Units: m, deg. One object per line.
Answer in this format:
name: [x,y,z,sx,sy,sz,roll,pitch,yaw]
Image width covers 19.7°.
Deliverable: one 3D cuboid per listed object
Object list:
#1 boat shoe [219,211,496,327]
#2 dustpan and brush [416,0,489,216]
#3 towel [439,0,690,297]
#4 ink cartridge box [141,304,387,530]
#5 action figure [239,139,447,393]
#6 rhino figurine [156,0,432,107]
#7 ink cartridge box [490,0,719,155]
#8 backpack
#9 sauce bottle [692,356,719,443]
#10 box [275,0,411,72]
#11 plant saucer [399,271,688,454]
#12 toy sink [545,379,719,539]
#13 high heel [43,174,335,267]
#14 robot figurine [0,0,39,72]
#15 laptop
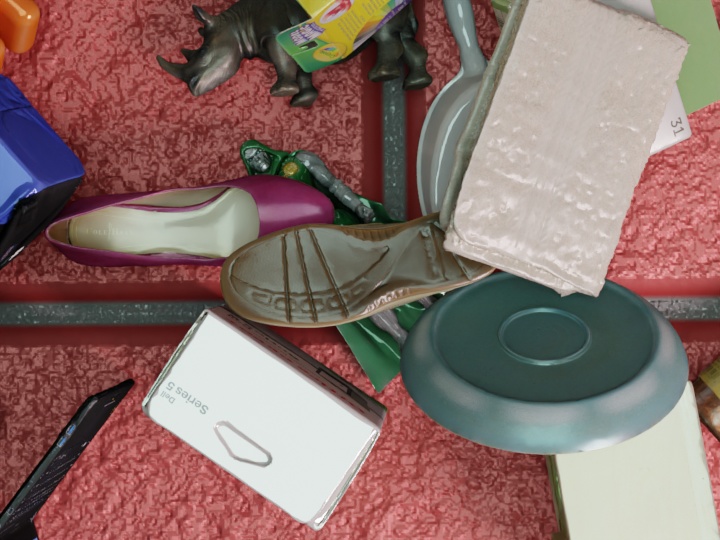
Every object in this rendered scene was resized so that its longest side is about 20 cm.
boat shoe: [0.000,0.000,1.454,0.198,0.065,0.073,-12,83,-6]
dustpan and brush: [0.094,-0.123,1.517,0.139,0.057,0.201,-16,96,-7]
towel: [0.138,-0.090,1.419,0.132,0.034,0.201,20,92,-22]
ink cartridge box: [-0.062,0.097,1.442,0.145,0.200,0.084,34,91,1]
action figure: [-0.017,-0.021,1.515,0.200,0.055,0.118,44,90,3]
rhino figurine: [-0.051,-0.167,1.510,0.198,0.060,0.088,-7,77,3]
ink cartridge box: [0.205,-0.163,1.469,0.199,0.048,0.146,-24,110,-10]
backpack: [-0.314,-0.049,1.418,0.200,0.162,0.168,-41,87,10]
sauce bottle: [0.326,0.049,1.498,0.200,0.066,0.066,-41,89,3]
box: [0.020,-0.220,1.419,0.200,0.117,0.048,-42,77,2]
plant saucer: [0.126,0.053,1.420,0.198,0.201,0.028,-2,125,2]
toy sink: [0.190,0.181,1.471,0.111,0.130,0.202,-11,91,2]
high heel: [-0.122,-0.034,1.468,0.198,0.096,0.068,2,95,20]
robot figurine: [-0.323,-0.222,1.492,0.200,0.117,0.144,39,107,0]
laptop: [-0.196,0.189,1.457,0.103,0.177,0.200,37,91,0]
